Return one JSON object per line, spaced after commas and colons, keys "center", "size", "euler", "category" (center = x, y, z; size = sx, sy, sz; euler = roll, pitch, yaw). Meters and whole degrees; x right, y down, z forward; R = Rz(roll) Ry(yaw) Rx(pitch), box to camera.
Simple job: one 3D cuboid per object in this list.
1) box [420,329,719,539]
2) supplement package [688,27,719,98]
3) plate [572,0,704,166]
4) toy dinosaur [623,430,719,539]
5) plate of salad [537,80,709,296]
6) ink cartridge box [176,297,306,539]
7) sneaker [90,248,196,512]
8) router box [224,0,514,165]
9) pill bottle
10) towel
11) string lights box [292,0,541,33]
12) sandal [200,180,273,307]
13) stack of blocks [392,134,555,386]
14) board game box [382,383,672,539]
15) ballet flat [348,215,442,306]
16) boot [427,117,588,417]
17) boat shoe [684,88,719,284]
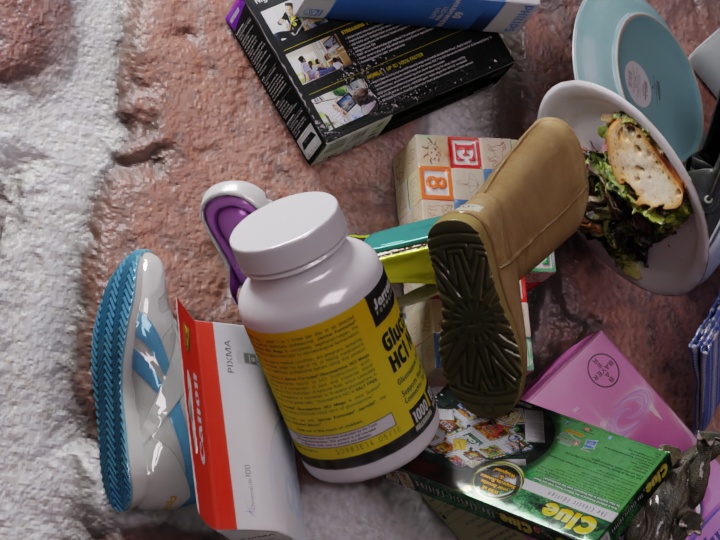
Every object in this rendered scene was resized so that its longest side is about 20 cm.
{"center": [0.183, 0.185, 1.704], "size": [0.176, 0.097, 0.200], "euler": [-40, 89, -27], "category": "box"}
{"center": [0.411, -0.160, 1.899], "size": [0.117, 0.117, 0.200], "euler": [-36, 86, -26], "category": "supplement package"}
{"center": [0.248, -0.153, 1.835], "size": [0.200, 0.026, 0.201], "euler": [23, 59, -45], "category": "plate"}
{"center": [0.232, 0.175, 1.627], "size": [0.077, 0.102, 0.200], "euler": [20, 56, 1], "category": "toy dinosaur"}
{"center": [0.204, -0.061, 1.741], "size": [0.048, 0.200, 0.200], "euler": [-34, 86, -23], "category": "plate of salad"}
{"center": [-0.087, 0.115, 1.575], "size": [0.047, 0.200, 0.160], "euler": [-9, 74, 6], "category": "ink cartridge box"}
{"center": [-0.156, 0.084, 1.632], "size": [0.081, 0.076, 0.201], "euler": [2, 78, -27], "category": "sneaker"}
{"center": [0.010, -0.194, 1.797], "size": [0.200, 0.051, 0.149], "euler": [-25, 80, -26], "category": "router box"}
{"center": [-0.023, 0.048, 1.587], "size": [0.112, 0.112, 0.200], "euler": [-35, 118, -27], "category": "pill bottle"}
{"center": [0.317, 0.024, 1.796], "size": [0.024, 0.145, 0.200], "euler": [19, 62, 20], "category": "towel"}
{"center": [0.043, -0.260, 1.772], "size": [0.200, 0.059, 0.103], "euler": [3, 68, -19], "category": "string lights box"}
{"center": [-0.065, 0.021, 1.655], "size": [0.203, 0.082, 0.050], "euler": [53, 38, -22], "category": "sandal"}
{"center": [0.097, -0.007, 1.760], "size": [0.115, 0.059, 0.200], "euler": [2, 71, -19], "category": "stack of blocks"}
{"center": [0.121, 0.145, 1.594], "size": [0.105, 0.200, 0.023], "euler": [-43, 135, -32], "category": "board game box"}
{"center": [0.000, 0.000, 1.695], "size": [0.200, 0.067, 0.067], "euler": [-6, 26, 14], "category": "ballet flat"}
{"center": [0.127, -0.005, 1.662], "size": [0.200, 0.066, 0.176], "euler": [-42, 130, -54], "category": "boot"}
{"center": [0.302, -0.084, 1.815], "size": [0.057, 0.069, 0.200], "euler": [18, 109, -11], "category": "boat shoe"}
